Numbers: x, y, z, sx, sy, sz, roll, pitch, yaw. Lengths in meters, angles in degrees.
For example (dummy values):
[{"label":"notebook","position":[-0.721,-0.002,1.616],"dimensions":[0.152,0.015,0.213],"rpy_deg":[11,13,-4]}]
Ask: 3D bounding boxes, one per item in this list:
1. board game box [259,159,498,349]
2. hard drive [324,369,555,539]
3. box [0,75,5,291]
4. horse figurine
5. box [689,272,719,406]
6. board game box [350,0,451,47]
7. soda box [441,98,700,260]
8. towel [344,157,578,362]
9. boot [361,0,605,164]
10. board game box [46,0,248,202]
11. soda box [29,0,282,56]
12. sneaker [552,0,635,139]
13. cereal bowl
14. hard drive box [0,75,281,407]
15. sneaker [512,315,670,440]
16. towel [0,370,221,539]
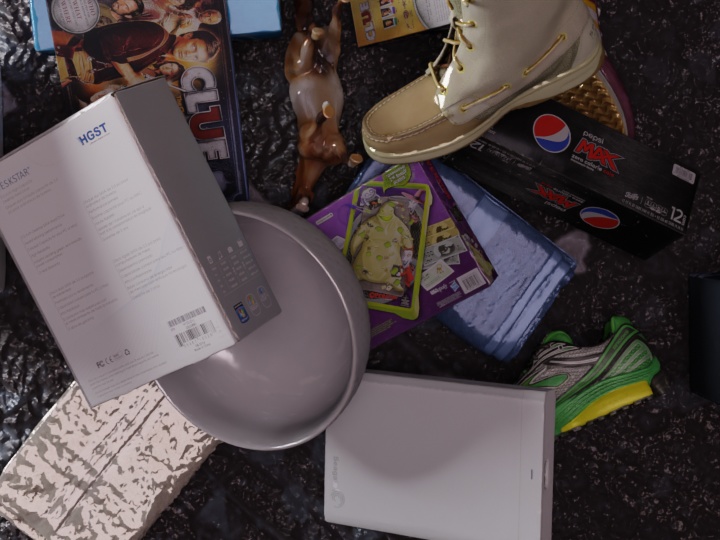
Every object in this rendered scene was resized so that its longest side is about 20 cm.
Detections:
[{"label":"board game box","position":[0.000,0.000,1.126],"dimensions":[0.199,0.032,0.121],"rpy_deg":[-29,98,29]},{"label":"hard drive","position":[0.061,0.154,1.134],"dimensions":[0.199,0.026,0.133],"rpy_deg":[4,95,30]},{"label":"box","position":[-0.359,-0.073,1.063],"dimensions":[0.130,0.199,0.202],"rpy_deg":[-1,94,-2]},{"label":"horse figurine","position":[-0.035,-0.148,1.123],"dimensions":[0.049,0.132,0.202],"rpy_deg":[-5,84,-15]},{"label":"box","position":[0.384,0.056,1.132],"dimensions":[0.198,0.148,0.108],"rpy_deg":[-2,94,-3]},{"label":"board game box","position":[0.039,-0.290,1.107],"dimensions":[0.135,0.034,0.202],"rpy_deg":[-5,97,43]},{"label":"soda box","position":[0.172,-0.084,1.134],"dimensions":[0.199,0.071,0.064],"rpy_deg":[25,66,-10]},{"label":"towel","position":[0.075,-0.021,1.162],"dimensions":[0.199,0.049,0.112],"rpy_deg":[37,94,-5]},{"label":"boot","position":[0.073,-0.173,1.021],"dimensions":[0.199,0.072,0.155],"rpy_deg":[-25,138,4]},{"label":"board game box","position":[-0.165,-0.141,1.097],"dimensions":[0.134,0.035,0.201],"rpy_deg":[-6,123,-2]},{"label":"soda box","position":[-0.165,-0.217,1.129],"dimensions":[0.198,0.064,0.068],"rpy_deg":[-5,95,-2]},{"label":"sneaker","position":[0.178,-0.188,1.143],"dimensions":[0.201,0.075,0.090],"rpy_deg":[55,50,-25]},{"label":"cereal bowl","position":[-0.078,0.038,1.110],"dimensions":[0.199,0.083,0.202],"rpy_deg":[7,109,22]},{"label":"hard drive box","position":[-0.176,-0.020,1.046],"dimensions":[0.155,0.077,0.201],"rpy_deg":[-23,96,29]},{"label":"sneaker","position":[0.154,0.103,1.170],"dimensions":[0.199,0.078,0.086],"rpy_deg":[-23,80,-3]},{"label":"towel","position":[-0.208,0.156,1.171],"dimensions":[0.132,0.034,0.200],"rpy_deg":[40,91,-6]}]
